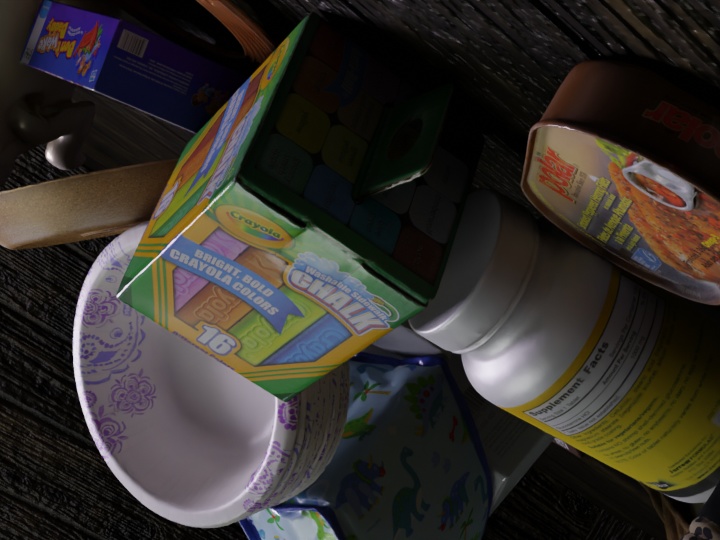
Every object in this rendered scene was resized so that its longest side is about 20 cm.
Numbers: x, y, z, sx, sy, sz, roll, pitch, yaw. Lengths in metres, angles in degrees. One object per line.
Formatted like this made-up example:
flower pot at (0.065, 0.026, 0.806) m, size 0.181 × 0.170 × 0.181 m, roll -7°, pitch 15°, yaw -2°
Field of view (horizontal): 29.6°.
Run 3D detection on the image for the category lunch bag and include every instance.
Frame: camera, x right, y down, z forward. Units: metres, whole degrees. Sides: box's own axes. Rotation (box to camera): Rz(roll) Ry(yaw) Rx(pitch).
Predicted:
lunch bag at (0.015, 0.187, 1.018) m, size 0.127 × 0.170 × 0.201 m, roll 2°, pitch 129°, yaw 42°

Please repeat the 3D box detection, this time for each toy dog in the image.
toy dog at (-0.253, -0.132, 0.933) m, size 0.139 × 0.201 × 0.194 m, roll 28°, pitch 174°, yaw 22°

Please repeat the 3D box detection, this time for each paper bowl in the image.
paper bowl at (-0.090, 0.061, 0.909) m, size 0.200 × 0.202 × 0.104 m, roll 28°, pitch -156°, yaw 32°

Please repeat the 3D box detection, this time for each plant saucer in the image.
plant saucer at (-0.176, -0.044, 0.946) m, size 0.198 × 0.036 × 0.200 m, roll -11°, pitch -179°, yaw 0°

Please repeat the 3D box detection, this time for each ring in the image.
ring at (-0.121, -0.171, 0.818) m, size 0.199 × 0.019 × 0.200 m, roll 32°, pitch 174°, yaw 4°

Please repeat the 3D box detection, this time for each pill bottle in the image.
pill bottle at (0.128, 0.039, 0.743) m, size 0.199 × 0.113 × 0.112 m, roll 29°, pitch 175°, yaw -21°

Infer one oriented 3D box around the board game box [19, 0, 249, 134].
board game box at (-0.104, -0.111, 0.887) m, size 0.199 × 0.045 × 0.134 m, roll 21°, pitch -177°, yaw -35°

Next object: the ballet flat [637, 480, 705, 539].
ballet flat at (0.214, 0.129, 0.896) m, size 0.067 × 0.073 × 0.201 m, roll -4°, pitch -148°, yaw -2°

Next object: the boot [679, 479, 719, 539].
boot at (0.260, 0.128, 0.663) m, size 0.203 × 0.155 × 0.073 m, roll 32°, pitch 174°, yaw -2°

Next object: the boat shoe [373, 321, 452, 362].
boat shoe at (0.000, 0.000, 0.986) m, size 0.199 × 0.064 × 0.070 m, roll 37°, pitch 156°, yaw -29°

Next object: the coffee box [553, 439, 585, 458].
coffee box at (0.144, 0.091, 1.315) m, size 0.199 × 0.080 × 0.114 m, roll 30°, pitch 174°, yaw 19°

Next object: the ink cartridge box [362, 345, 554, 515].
ink cartridge box at (0.073, 0.084, 1.137) m, size 0.199 × 0.145 × 0.084 m, roll 38°, pitch 147°, yaw 15°

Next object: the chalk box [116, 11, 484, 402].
chalk box at (-0.023, -0.038, 0.733) m, size 0.123 × 0.126 × 0.200 m, roll 33°, pitch 141°, yaw -16°

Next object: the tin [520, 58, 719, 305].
tin at (0.126, -0.035, 0.590) m, size 0.111 × 0.042 × 0.200 m, roll 27°, pitch 174°, yaw 7°
